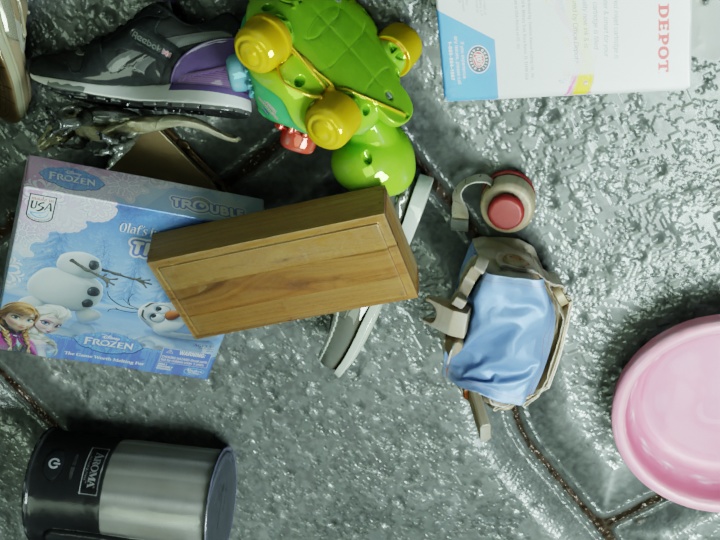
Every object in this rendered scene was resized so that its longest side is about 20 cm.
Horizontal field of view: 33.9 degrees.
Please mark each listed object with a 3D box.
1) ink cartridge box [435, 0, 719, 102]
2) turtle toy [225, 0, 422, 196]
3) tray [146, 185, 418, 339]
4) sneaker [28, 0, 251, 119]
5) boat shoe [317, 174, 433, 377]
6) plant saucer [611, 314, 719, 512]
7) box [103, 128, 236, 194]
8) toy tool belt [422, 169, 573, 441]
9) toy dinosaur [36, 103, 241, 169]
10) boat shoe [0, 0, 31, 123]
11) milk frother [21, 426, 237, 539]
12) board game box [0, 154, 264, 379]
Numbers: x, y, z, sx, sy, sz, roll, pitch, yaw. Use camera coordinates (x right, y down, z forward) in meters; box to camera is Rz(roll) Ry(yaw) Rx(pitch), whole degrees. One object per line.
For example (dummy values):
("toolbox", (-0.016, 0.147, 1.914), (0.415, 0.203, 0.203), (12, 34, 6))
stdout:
("ink cartridge box", (0.159, -0.207, 0.846), (0.198, 0.126, 0.130), (0, 119, 11))
("turtle toy", (-0.024, -0.141, 0.918), (0.200, 0.146, 0.101), (48, 139, -11))
("tray", (-0.061, -0.003, 0.954), (0.198, 0.037, 0.099), (-11, 135, 15))
("sneaker", (-0.177, -0.179, 0.974), (0.198, 0.076, 0.089), (7, 92, 15))
("boat shoe", (0.000, -0.001, 1.024), (0.060, 0.072, 0.203), (23, 114, 0))
("plant saucer", (0.321, 0.120, 1.036), (0.198, 0.051, 0.202), (5, 120, 8))
("box", (-0.191, -0.020, 1.078), (0.200, 0.021, 0.163), (-38, 106, 25))
("toy tool belt", (0.116, 0.031, 0.986), (0.123, 0.123, 0.202), (6, 119, 7))
("toy dinosaur", (-0.205, -0.115, 0.972), (0.198, 0.088, 0.048), (6, 106, 26))
("boat shoe", (-0.300, -0.209, 0.967), (0.072, 0.065, 0.201), (23, 143, 22))
("milk frother", (-0.224, 0.265, 1.193), (0.186, 0.182, 0.200), (6, 163, 8))
("board game box", (-0.203, 0.005, 1.017), (0.198, 0.044, 0.200), (9, 132, -18))
